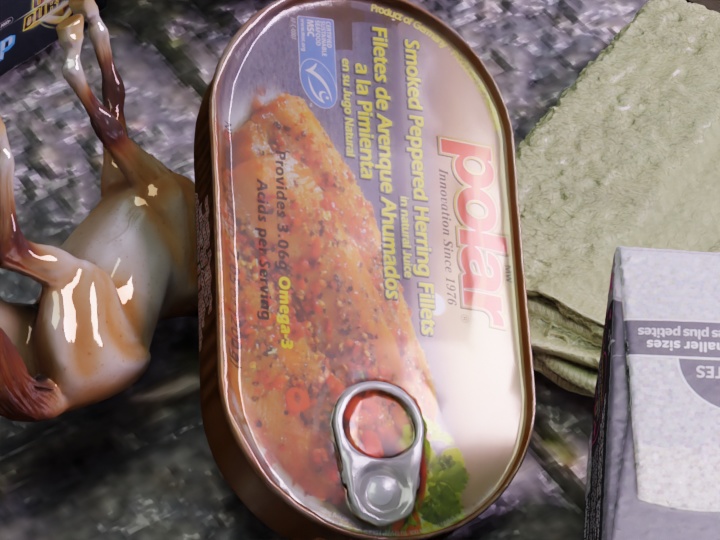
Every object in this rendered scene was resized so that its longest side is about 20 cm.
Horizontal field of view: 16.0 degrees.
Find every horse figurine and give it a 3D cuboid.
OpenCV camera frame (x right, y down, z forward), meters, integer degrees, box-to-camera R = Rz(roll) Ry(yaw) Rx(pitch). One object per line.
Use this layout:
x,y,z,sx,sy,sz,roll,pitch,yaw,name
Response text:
-0.092,-0.009,0.866,0.050,0.133,0.200,-12,24,31,horse figurine

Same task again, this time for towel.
0.126,-0.022,0.951,0.148,0.037,0.200,22,51,21,towel

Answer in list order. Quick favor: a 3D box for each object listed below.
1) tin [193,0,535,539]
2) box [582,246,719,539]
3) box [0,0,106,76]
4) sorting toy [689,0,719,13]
0.000,0.000,0.874,0.111,0.042,0.201,3,67,-14,tin
0.169,0.078,0.784,0.198,0.115,0.133,4,54,3,box
-0.227,-0.128,1.045,0.200,0.046,0.159,34,54,29,box
0.172,-0.207,1.111,0.199,0.070,0.199,33,54,28,sorting toy
